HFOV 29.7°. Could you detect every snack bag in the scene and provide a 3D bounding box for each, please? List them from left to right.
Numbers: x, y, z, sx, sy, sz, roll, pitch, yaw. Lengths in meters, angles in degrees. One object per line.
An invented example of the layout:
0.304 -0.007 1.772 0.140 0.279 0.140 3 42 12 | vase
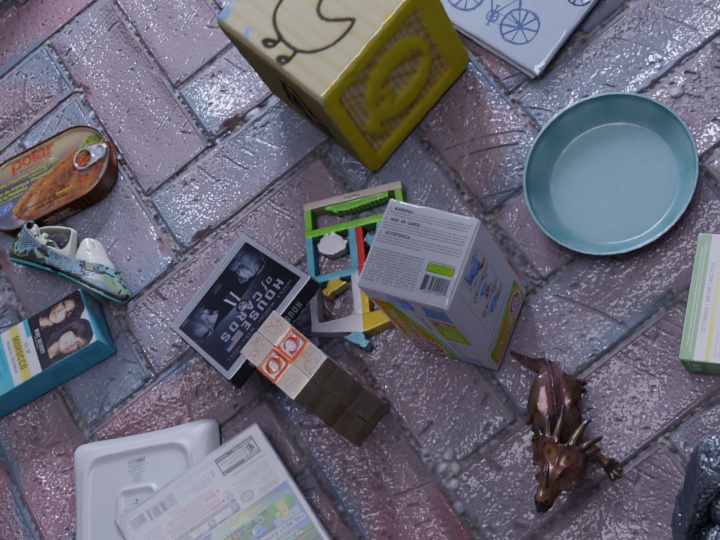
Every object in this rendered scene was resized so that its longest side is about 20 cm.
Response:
0.209 -0.356 1.681 0.188 0.021 0.200 37 86 29 | snack bag

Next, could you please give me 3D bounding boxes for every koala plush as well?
0.405 0.270 1.287 0.198 0.184 0.179 4 56 1 | koala plush

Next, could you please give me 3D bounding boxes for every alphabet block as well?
-0.018 -0.277 1.638 0.200 0.196 0.196 39 88 29 | alphabet block

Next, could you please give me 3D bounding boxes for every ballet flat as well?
-0.369 -0.017 1.738 0.199 0.074 0.075 19 77 25 | ballet flat

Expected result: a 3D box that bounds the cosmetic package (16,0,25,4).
-0.478 -0.501 1.966 0.071 0.105 0.201 31 84 27 | cosmetic package

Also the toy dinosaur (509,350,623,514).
0.203 0.152 1.407 0.085 0.136 0.202 -21 62 12 | toy dinosaur

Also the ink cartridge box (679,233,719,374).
0.443 0.043 1.410 0.198 0.048 0.147 5 70 26 | ink cartridge box

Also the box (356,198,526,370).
0.092 0.019 1.469 0.112 0.200 0.102 14 74 28 | box

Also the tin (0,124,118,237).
-0.416 -0.119 1.821 0.199 0.042 0.113 -25 66 11 | tin

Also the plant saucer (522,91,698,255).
0.284 -0.105 1.539 0.198 0.036 0.202 -8 67 19 | plant saucer

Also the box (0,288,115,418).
-0.413 0.110 1.717 0.199 0.049 0.083 -30 61 8 | box

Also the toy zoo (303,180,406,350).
0.000 0.000 1.616 0.130 0.020 0.202 -13 65 16 | toy zoo

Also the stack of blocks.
-0.057 0.114 1.488 0.115 0.200 0.059 37 85 28 | stack of blocks

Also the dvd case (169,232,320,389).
-0.140 0.044 1.600 0.151 0.025 0.200 -52 31 -5 | dvd case

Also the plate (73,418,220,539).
-0.256 0.282 1.595 0.198 0.032 0.202 -13 65 17 | plate

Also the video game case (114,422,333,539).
-0.151 0.300 1.526 0.199 0.022 0.183 -34 66 -5 | video game case
